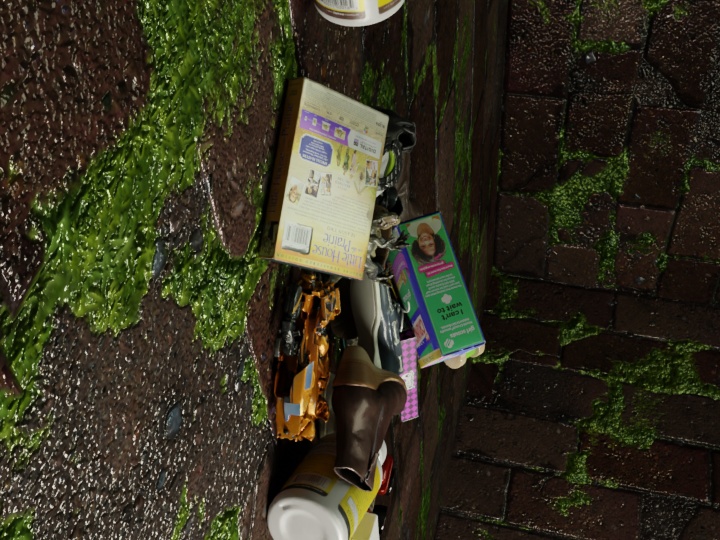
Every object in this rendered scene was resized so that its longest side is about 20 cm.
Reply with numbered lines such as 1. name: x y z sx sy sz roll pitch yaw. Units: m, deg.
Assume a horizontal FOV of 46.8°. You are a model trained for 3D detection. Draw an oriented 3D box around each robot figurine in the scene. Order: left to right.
1. robot figurine: -0.065 0.099 1.031 0.145 0.058 0.202 -36 133 -75

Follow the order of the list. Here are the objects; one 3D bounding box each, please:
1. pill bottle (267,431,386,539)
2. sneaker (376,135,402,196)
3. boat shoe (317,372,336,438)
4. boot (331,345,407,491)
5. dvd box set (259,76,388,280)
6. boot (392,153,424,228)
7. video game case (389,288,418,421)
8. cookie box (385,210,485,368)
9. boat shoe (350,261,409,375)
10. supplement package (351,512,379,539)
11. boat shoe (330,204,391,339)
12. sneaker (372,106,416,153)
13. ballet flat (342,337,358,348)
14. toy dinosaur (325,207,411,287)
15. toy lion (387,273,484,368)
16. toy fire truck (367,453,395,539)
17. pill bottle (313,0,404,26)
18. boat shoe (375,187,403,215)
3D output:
1. pill bottle: -0.035 0.290 1.122 0.200 0.110 0.112 -45 142 -58
2. sneaker: -0.026 -0.102 1.044 0.200 0.080 0.074 -41 121 -41
3. boat shoe: -0.023 0.221 1.252 0.201 0.068 0.074 77 25 -56
4. boot: 0.009 0.209 1.103 0.200 0.072 0.168 51 37 -55
5. dvd box set: -0.038 -0.099 0.948 0.146 0.029 0.202 12 85 -46
6. boot: 0.075 -0.171 1.460 0.187 0.064 0.202 -60 150 -62
7. video game case: 0.048 0.117 1.371 0.182 0.035 0.201 -115 -165 -45
8. cookie box: 0.104 0.035 1.246 0.171 0.074 0.202 117 -46 -76
9. boat shoe: 0.031 0.073 1.179 0.061 0.075 0.202 -19 117 -24
10. supplement package: -0.041 0.441 1.200 0.201 0.120 0.120 84 20 -44
11. boat shoe: 0.000 0.000 1.235 0.065 0.071 0.202 -25 133 -79
12. sneaker: 0.043 -0.200 1.235 0.200 0.090 0.077 -50 144 -68
13. ballet flat: 0.007 0.148 1.318 0.068 0.075 0.202 -38 135 -62
14. toy dinosaur: 0.012 -0.018 1.070 0.200 0.087 0.048 -54 -138 41
15. toy lion: 0.102 0.059 1.404 0.068 0.199 0.194 -23 104 -35
16. toy fire truck: -0.016 0.354 1.307 0.201 0.127 0.177 94 10 -61
17. pill bottle: -0.010 -0.369 0.873 0.201 0.108 0.110 81 22 -51
18. boat shoe: 0.026 -0.113 1.263 0.199 0.065 0.075 51 50 -72
